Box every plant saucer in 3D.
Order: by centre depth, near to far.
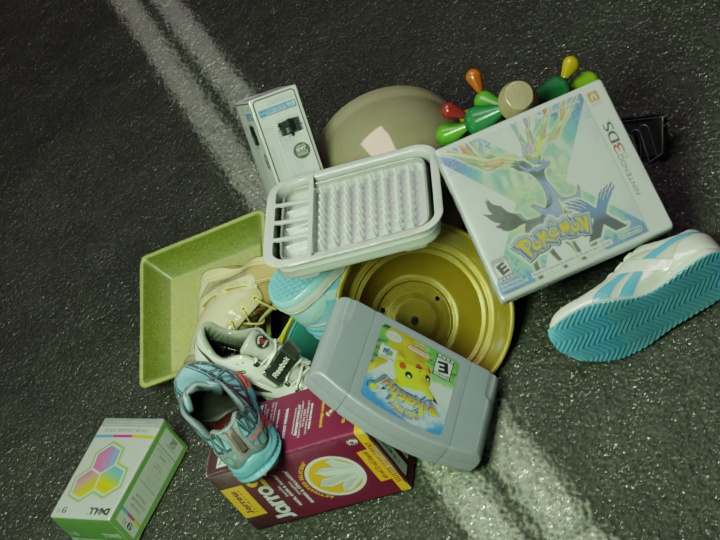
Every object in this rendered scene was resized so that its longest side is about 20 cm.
[{"bbox_3d":[-0.191,0.045,1.884,0.199,0.048,0.201,-21,55,22],"label":"plant saucer"}]

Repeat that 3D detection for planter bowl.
[{"bbox_3d":[0.066,0.052,1.619,0.200,0.200,0.083,-44,-2,-11],"label":"planter bowl"},{"bbox_3d":[0.052,-0.101,1.744,0.199,0.201,0.135,-32,37,7],"label":"planter bowl"}]

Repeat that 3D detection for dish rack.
[{"bbox_3d":[-0.004,-0.058,1.583,0.198,0.044,0.172,-15,34,10],"label":"dish rack"},{"bbox_3d":[0.254,-0.125,1.659,0.152,0.055,0.200,-6,15,36],"label":"dish rack"}]

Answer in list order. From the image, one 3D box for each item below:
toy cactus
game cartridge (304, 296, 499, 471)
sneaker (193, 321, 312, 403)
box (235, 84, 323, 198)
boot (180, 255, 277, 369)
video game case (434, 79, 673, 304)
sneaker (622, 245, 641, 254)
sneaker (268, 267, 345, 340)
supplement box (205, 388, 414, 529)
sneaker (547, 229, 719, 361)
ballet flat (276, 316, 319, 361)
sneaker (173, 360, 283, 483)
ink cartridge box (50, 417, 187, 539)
[{"bbox_3d":[0.179,-0.194,1.646,0.198,0.103,0.165,-9,-3,4],"label":"toy cactus"},{"bbox_3d":[0.045,0.121,1.507,0.041,0.199,0.134,-54,12,47],"label":"game cartridge"},{"bbox_3d":[-0.100,0.111,1.633,0.198,0.089,0.074,15,51,16],"label":"sneaker"},{"bbox_3d":[-0.082,-0.115,1.734,0.060,0.202,0.117,-21,11,-11],"label":"box"},{"bbox_3d":[-0.137,0.068,1.743,0.199,0.073,0.157,-9,58,43],"label":"boot"},{"bbox_3d":[0.203,-0.085,1.548,0.199,0.022,0.184,-23,74,-1],"label":"video game case"},{"bbox_3d":[0.223,-0.018,1.621,0.112,0.073,0.199,-53,30,-17],"label":"sneaker"},{"bbox_3d":[0.000,0.000,1.675,0.199,0.131,0.080,-38,44,2],"label":"sneaker"},{"bbox_3d":[-0.052,0.195,1.569,0.199,0.111,0.086,-19,40,24],"label":"supplement box"},{"bbox_3d":[0.285,0.027,1.515,0.199,0.077,0.081,-26,29,4],"label":"sneaker"},{"bbox_3d":[-0.088,0.126,1.723,0.067,0.067,0.201,-27,36,31],"label":"ballet flat"},{"bbox_3d":[-0.151,0.137,1.541,0.079,0.096,0.200,-43,37,-7],"label":"sneaker"},{"bbox_3d":[-0.298,0.272,1.736,0.103,0.059,0.201,-4,46,37],"label":"ink cartridge box"}]
